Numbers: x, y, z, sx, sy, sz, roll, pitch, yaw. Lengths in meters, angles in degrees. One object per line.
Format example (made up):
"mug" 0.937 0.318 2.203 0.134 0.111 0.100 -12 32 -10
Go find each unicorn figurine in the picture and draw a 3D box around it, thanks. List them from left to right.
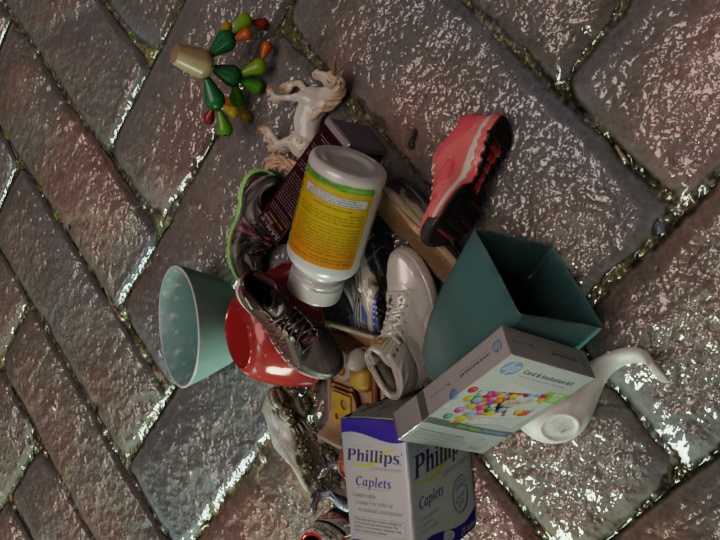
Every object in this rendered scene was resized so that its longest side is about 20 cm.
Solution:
"unicorn figurine" -0.090 -0.251 1.122 0.134 0.074 0.205 18 118 21

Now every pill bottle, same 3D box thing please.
"pill bottle" -0.041 -0.058 0.983 0.110 0.110 0.204 32 120 27

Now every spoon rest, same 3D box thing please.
"spoon rest" 0.286 0.156 0.897 0.198 0.061 0.099 -36 116 27

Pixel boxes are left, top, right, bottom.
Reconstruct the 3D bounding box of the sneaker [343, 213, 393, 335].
"sneaker" 0.000 0.000 1.073 0.084 0.076 0.206 -4 91 37

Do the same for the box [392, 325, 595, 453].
"box" 0.156 0.150 0.848 0.200 0.153 0.042 -46 43 33

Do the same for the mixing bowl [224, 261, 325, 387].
"mixing bowl" -0.147 0.096 1.117 0.198 0.106 0.206 22 116 53

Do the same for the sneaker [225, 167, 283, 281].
"sneaker" -0.169 -0.065 1.179 0.082 0.076 0.206 16 104 35

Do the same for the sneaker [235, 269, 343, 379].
"sneaker" -0.102 0.075 0.986 0.199 0.116 0.076 42 79 3

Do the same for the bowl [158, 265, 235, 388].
"bowl" -0.267 0.091 1.218 0.199 0.103 0.207 8 100 57

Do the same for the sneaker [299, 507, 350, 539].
"sneaker" -0.002 0.443 1.087 0.198 0.107 0.069 21 105 30

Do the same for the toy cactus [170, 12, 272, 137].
"toy cactus" -0.231 -0.330 1.156 0.102 0.162 0.205 31 106 48

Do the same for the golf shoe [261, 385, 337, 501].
"golf shoe" -0.104 0.289 1.179 0.097 0.077 0.204 -44 65 47

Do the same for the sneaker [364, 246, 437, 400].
"sneaker" 0.054 0.076 0.992 0.072 0.114 0.206 -6 99 43

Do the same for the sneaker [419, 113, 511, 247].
"sneaker" 0.128 -0.125 0.965 0.086 0.074 0.203 25 81 42

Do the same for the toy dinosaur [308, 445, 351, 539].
"toy dinosaur" 0.016 0.337 1.032 0.200 0.177 0.107 132 152 -57

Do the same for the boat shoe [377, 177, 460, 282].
"boat shoe" 0.103 -0.053 1.003 0.200 0.065 0.072 46 160 10

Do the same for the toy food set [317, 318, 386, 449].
"toy food set" -0.022 0.180 1.083 0.141 0.060 0.206 11 108 44

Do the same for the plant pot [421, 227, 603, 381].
"plant pot" 0.172 0.079 0.908 0.202 0.138 0.143 -59 36 35

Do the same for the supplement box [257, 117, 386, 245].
"supplement box" -0.059 -0.130 1.081 0.061 0.108 0.201 49 116 20

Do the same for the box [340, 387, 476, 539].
"box" 0.071 0.282 0.981 0.103 0.182 0.206 -5 92 34
